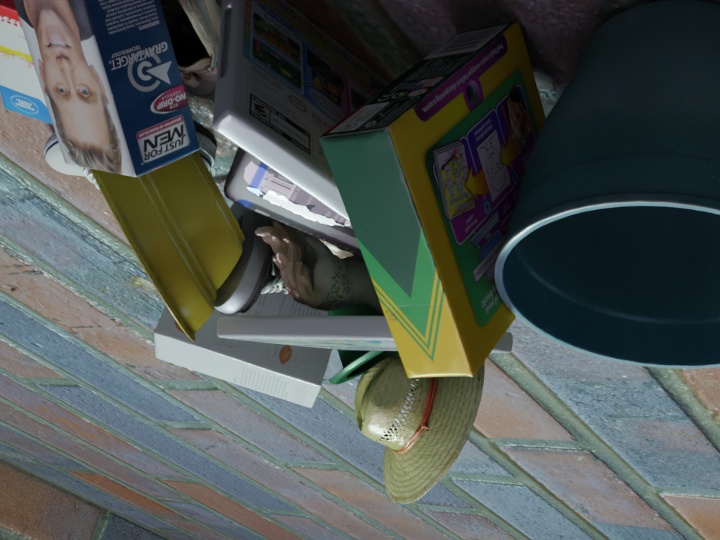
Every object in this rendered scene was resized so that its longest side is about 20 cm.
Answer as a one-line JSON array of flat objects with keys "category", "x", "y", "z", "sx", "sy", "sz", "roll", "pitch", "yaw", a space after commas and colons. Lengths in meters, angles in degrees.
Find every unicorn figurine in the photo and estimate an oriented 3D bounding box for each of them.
[{"category": "unicorn figurine", "x": 0.000, "y": 0.000, "z": 0.973, "sx": 0.200, "sy": 0.137, "sz": 0.074, "roll": -14, "pitch": 152, "yaw": -35}]

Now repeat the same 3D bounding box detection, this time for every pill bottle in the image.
[{"category": "pill bottle", "x": -0.004, "y": -0.075, "z": 0.899, "sx": 0.200, "sy": 0.114, "sz": 0.114, "roll": 23, "pitch": 155, "yaw": -13}]

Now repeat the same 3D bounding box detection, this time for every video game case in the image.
[{"category": "video game case", "x": 0.005, "y": 0.058, "z": 0.947, "sx": 0.200, "sy": 0.022, "sz": 0.182, "roll": -1, "pitch": 172, "yaw": 37}, {"category": "video game case", "x": -0.020, "y": -0.110, "z": 0.768, "sx": 0.200, "sy": 0.182, "sz": 0.024, "roll": 33, "pitch": 124, "yaw": -31}]

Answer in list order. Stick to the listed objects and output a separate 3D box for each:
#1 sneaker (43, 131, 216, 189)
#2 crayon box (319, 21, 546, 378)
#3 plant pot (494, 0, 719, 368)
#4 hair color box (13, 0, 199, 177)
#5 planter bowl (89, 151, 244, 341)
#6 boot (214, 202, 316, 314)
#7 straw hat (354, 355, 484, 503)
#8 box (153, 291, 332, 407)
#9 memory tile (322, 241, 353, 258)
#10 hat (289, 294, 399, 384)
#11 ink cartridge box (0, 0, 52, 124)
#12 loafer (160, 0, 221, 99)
[{"category": "sneaker", "x": -0.238, "y": -0.102, "z": 1.043, "sx": 0.200, "sy": 0.071, "sz": 0.073, "roll": 3, "pitch": 152, "yaw": 29}, {"category": "crayon box", "x": 0.070, "y": -0.053, "z": 0.722, "sx": 0.058, "sy": 0.200, "sz": 0.173, "roll": -3, "pitch": 116, "yaw": 35}, {"category": "plant pot", "x": 0.199, "y": -0.064, "z": 0.692, "sx": 0.200, "sy": 0.188, "sz": 0.200, "roll": 10, "pitch": 152, "yaw": 6}, {"category": "hair color box", "x": -0.187, "y": -0.171, "z": 0.738, "sx": 0.100, "sy": 0.060, "sz": 0.200, "roll": 13, "pitch": 124, "yaw": 45}, {"category": "planter bowl", "x": -0.155, "y": -0.046, "z": 0.901, "sx": 0.083, "sy": 0.201, "sz": 0.200, "roll": -28, "pitch": 151, "yaw": -6}, {"category": "boot", "x": -0.082, "y": -0.007, "z": 1.012, "sx": 0.096, "sy": 0.200, "sz": 0.074, "roll": 36, "pitch": 117, "yaw": -20}, {"category": "straw hat", "x": 0.040, "y": 0.139, "z": 1.110, "sx": 0.085, "sy": 0.201, "sz": 0.201, "roll": 23, "pitch": 155, "yaw": -18}, {"category": "box", "x": -0.129, "y": 0.066, "z": 1.258, "sx": 0.200, "sy": 0.125, "sz": 0.098, "roll": 19, "pitch": 156, "yaw": -2}, {"category": "memory tile", "x": 0.029, "y": -0.014, "z": 1.121, "sx": 0.153, "sy": 0.017, "sz": 0.200, "roll": 8, "pitch": 154, "yaw": 20}, {"category": "hat", "x": -0.004, "y": 0.013, "z": 1.146, "sx": 0.200, "sy": 0.176, "sz": 0.166, "roll": -27, "pitch": 170, "yaw": -6}, {"category": "ink cartridge box", "x": -0.236, "y": -0.192, "z": 0.860, "sx": 0.116, "sy": 0.067, "sz": 0.200, "roll": 18, "pitch": 155, "yaw": -2}, {"category": "loafer", "x": -0.139, "y": -0.187, "z": 0.812, "sx": 0.072, "sy": 0.063, "sz": 0.200, "roll": 14, "pitch": 155, "yaw": 5}]
